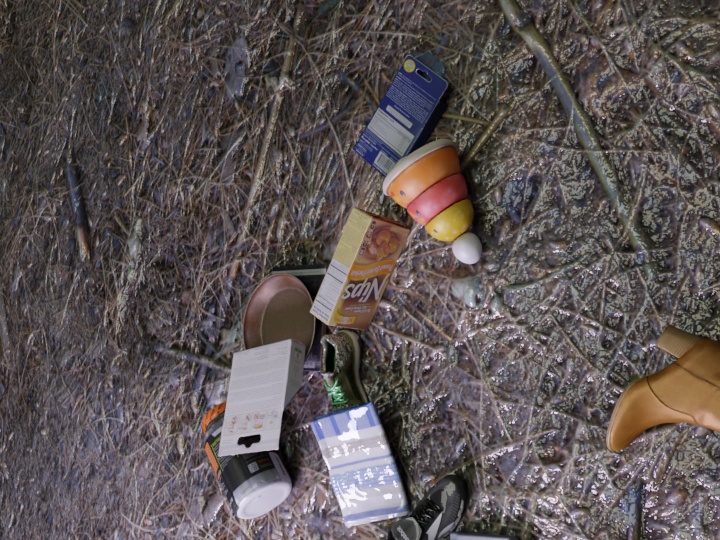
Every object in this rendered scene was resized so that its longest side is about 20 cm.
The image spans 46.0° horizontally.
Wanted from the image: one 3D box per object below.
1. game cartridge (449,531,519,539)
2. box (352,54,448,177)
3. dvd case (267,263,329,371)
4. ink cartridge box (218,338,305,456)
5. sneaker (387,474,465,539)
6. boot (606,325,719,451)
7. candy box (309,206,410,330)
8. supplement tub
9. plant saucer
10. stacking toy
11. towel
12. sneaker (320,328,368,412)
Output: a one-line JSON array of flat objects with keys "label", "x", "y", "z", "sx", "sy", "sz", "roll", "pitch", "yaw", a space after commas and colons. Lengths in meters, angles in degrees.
[{"label": "game cartridge", "x": 0.199, "y": 0.508, "z": 1.295, "sx": 0.132, "sy": 0.041, "sz": 0.204, "roll": -10, "pitch": 76, "yaw": 42}, {"label": "box", "x": 0.077, "y": -0.272, "z": 1.528, "sx": 0.121, "sy": 0.032, "sz": 0.202, "roll": 44, "pitch": 112, "yaw": 35}, {"label": "dvd case", "x": -0.122, "y": 0.091, "z": 1.642, "sx": 0.147, "sy": 0.016, "sz": 0.204, "roll": -3, "pitch": 81, "yaw": 40}, {"label": "ink cartridge box", "x": -0.179, "y": 0.237, "z": 1.551, "sx": 0.159, "sy": 0.050, "sz": 0.204, "roll": -16, "pitch": 60, "yaw": 37}, {"label": "sneaker", "x": 0.095, "y": 0.413, "z": 1.360, "sx": 0.066, "sy": 0.090, "sz": 0.202, "roll": 44, "pitch": 110, "yaw": 34}, {"label": "boot", "x": 0.430, "y": 0.186, "z": 1.133, "sx": 0.143, "sy": 0.070, "sz": 0.204, "roll": 34, "pitch": 99, "yaw": 41}, {"label": "candy box", "x": 0.000, "y": 0.000, "z": 1.492, "sx": 0.055, "sy": 0.115, "sz": 0.203, "roll": 30, "pitch": 101, "yaw": 39}, {"label": "supplement tub", "x": -0.221, "y": 0.354, "z": 1.611, "sx": 0.123, "sy": 0.122, "sz": 0.201, "roll": -47, "pitch": 57, "yaw": 23}, {"label": "plant saucer", "x": -0.148, "y": 0.107, "z": 1.628, "sx": 0.198, "sy": 0.036, "sz": 0.205, "roll": -7, "pitch": 80, "yaw": 40}, {"label": "stacking toy", "x": 0.140, "y": -0.101, "z": 1.405, "sx": 0.146, "sy": 0.145, "sz": 0.202, "roll": -38, "pitch": 76, "yaw": 28}, {"label": "towel", "x": -0.002, "y": 0.336, "z": 1.461, "sx": 0.145, "sy": 0.024, "sz": 0.203, "roll": -20, "pitch": 88, "yaw": 34}, {"label": "sneaker", "x": -0.043, "y": 0.202, "z": 1.511, "sx": 0.076, "sy": 0.088, "sz": 0.204, "roll": -19, "pitch": 72, "yaw": 35}]
